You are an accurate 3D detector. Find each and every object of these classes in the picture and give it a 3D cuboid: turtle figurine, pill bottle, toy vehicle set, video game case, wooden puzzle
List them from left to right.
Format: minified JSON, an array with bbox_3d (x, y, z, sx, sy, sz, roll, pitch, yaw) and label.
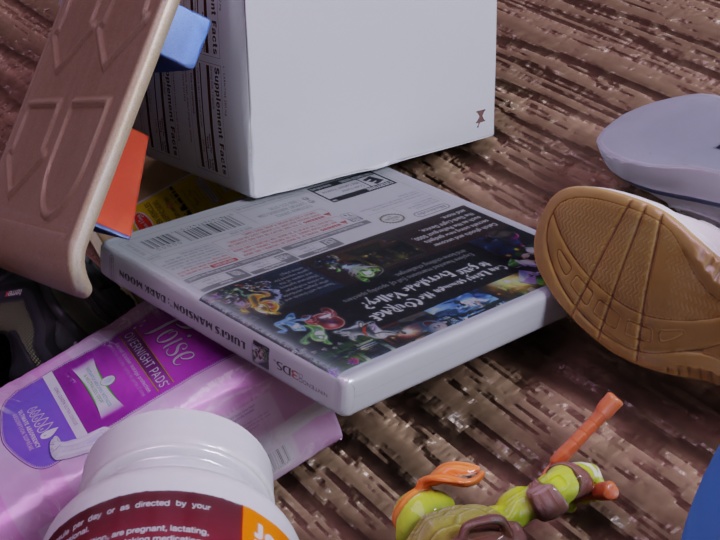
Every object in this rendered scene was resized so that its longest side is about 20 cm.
[{"bbox_3d":[-0.135,-0.089,0.750,0.185,0.046,0.201,11,85,62],"label":"wooden puzzle"},{"bbox_3d":[-0.076,0.152,0.559,0.112,0.113,0.201,-16,37,8],"label":"pill bottle"},{"bbox_3d":[-0.108,-0.034,0.908,0.124,0.027,0.200,-29,37,-9],"label":"toy vehicle set"},{"bbox_3d":[0.000,0.000,0.736,0.199,0.023,0.181,-20,34,-41],"label":"video game case"},{"bbox_3d":[0.059,0.128,0.590,0.199,0.065,0.161,-32,38,-13],"label":"turtle figurine"}]

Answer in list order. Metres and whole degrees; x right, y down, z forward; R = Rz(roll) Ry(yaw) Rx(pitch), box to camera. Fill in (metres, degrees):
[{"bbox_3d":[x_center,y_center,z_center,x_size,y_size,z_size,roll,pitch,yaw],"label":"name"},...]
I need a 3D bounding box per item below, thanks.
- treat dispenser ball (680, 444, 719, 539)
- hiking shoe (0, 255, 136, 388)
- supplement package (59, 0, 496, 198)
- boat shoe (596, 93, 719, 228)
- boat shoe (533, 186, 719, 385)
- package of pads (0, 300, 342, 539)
[{"bbox_3d":[0.196,0.107,0.431,0.200,0.202,0.201,-14,37,11],"label":"treat dispenser ball"},{"bbox_3d":[-0.209,0.022,0.848,0.101,0.076,0.200,-48,30,-12],"label":"hiking shoe"},{"bbox_3d":[-0.052,-0.154,0.873,0.191,0.148,0.200,-18,27,-37],"label":"supplement package"},{"bbox_3d":[0.191,-0.039,0.730,0.073,0.066,0.200,-30,25,-11],"label":"boat shoe"},{"bbox_3d":[0.171,0.019,0.670,0.200,0.071,0.069,32,22,35],"label":"boat shoe"},{"bbox_3d":[-0.120,0.086,0.724,0.199,0.076,0.120,-31,36,-12],"label":"package of pads"}]
